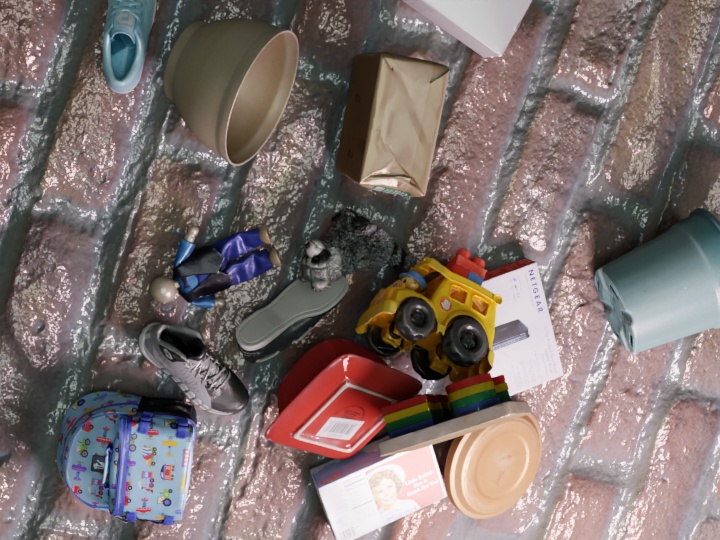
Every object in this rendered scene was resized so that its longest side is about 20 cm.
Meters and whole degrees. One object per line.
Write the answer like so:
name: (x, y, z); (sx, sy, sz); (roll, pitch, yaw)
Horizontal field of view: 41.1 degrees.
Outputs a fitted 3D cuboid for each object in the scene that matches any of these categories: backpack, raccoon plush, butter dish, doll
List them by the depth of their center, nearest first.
backpack: (-0.350, 0.275, 1.420); (0.196, 0.135, 0.186); (11, 96, -12)
doll: (-0.224, -0.007, 1.444); (0.197, 0.049, 0.138); (-24, 113, -2)
raccoon plush: (0.000, 0.000, 1.469); (0.198, 0.097, 0.135); (33, 85, -16)
butter dish: (-0.042, 0.173, 1.476); (0.198, 0.149, 0.200); (24, 118, -43)

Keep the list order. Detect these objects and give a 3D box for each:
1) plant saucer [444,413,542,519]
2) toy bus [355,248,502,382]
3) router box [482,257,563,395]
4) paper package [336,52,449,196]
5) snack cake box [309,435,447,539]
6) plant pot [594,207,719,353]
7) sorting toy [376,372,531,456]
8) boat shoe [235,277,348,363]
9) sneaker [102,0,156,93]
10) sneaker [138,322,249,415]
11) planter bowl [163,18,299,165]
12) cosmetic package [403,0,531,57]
plant saucer: (0.226, 0.318, 1.588); (0.197, 0.032, 0.204); (-10, 110, -29)
toy bus: (0.114, 0.049, 1.448); (0.197, 0.135, 0.195); (25, 65, -15)
router box: (0.224, 0.104, 1.573); (0.177, 0.049, 0.203); (-19, 103, -10)
paper package: (0.041, -0.215, 1.397); (0.101, 0.200, 0.194); (8, 99, -14)
snack cake box: (0.030, 0.344, 1.551); (0.197, 0.067, 0.117); (-21, 110, -9)
plant pot: (0.501, 0.030, 1.563); (0.193, 0.200, 0.203); (-23, 104, -1)
sorting toy: (0.134, 0.205, 1.400); (0.196, 0.200, 0.071); (-20, 77, 14)
boat shoe: (-0.102, 0.074, 1.482); (0.199, 0.074, 0.061); (-36, 148, -22)
sneaker: (-0.323, -0.351, 1.344); (0.072, 0.082, 0.204); (2, 99, -15)
sneaker: (-0.236, 0.147, 1.426); (0.199, 0.115, 0.076); (38, 64, -16)
planter bowl: (-0.191, -0.269, 1.350); (0.133, 0.200, 0.203); (27, 93, 11)
cosmetic package: (0.148, -0.420, 1.447); (0.198, 0.085, 0.109); (32, 92, -17)
